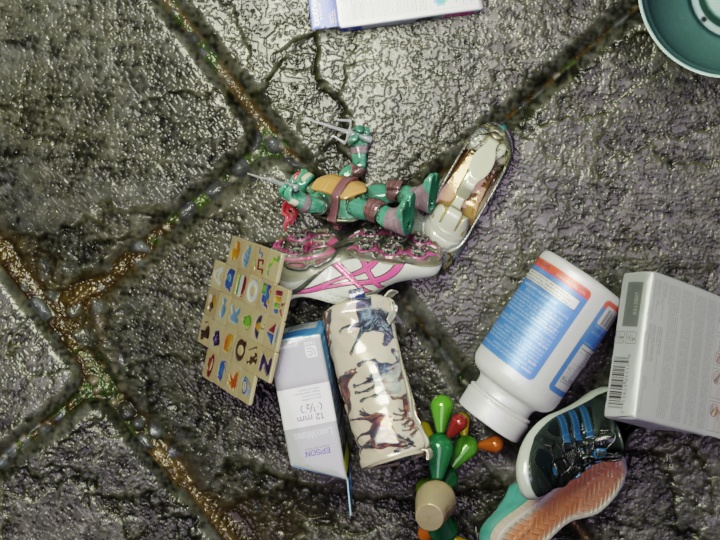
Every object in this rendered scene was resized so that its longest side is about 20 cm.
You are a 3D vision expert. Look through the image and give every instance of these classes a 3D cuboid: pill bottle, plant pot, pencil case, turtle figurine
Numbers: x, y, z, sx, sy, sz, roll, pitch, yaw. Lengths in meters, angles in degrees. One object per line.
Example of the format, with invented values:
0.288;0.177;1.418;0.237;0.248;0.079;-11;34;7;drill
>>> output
0.199;0.089;1.311;0.112;0.112;0.201;34;92;-1;pill bottle
0.412;-0.312;1.261;0.198;0.134;0.203;4;100;21;plant pot
0.020;0.122;1.268;0.089;0.078;0.202;-25;68;26;pencil case
-0.019;-0.097;1.312;0.198;0.101;0.150;16;51;22;turtle figurine

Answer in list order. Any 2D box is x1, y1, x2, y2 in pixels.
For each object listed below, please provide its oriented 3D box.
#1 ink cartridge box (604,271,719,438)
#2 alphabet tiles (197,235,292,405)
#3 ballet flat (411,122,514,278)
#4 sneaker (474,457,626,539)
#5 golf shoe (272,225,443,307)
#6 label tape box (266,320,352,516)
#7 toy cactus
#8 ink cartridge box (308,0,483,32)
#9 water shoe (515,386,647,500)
0.365;0.103;1.305;0.199;0.057;0.165;17;78;-39;ink cartridge box
-0.132;0.053;1.285;0.006;0.199;0.169;10;94;-31;alphabet tiles
0.114;-0.083;1.325;0.071;0.072;0.202;29;94;-1;ballet flat
0.217;0.262;1.346;0.199;0.080;0.072;-29;109;-19;sneaker
0.000;0.000;1.331;0.197;0.073;0.093;-1;119;14;golf shoe
-0.053;0.167;1.304;0.065;0.143;0.203;-9;93;1;label tape box
0.098;0.250;1.296;0.101;0.165;0.203;10;103;10;toy cactus
0.034;-0.344;1.326;0.197;0.042;0.121;-8;93;-1;ink cartridge box
0.251;0.187;1.284;0.199;0.078;0.072;-33;112;-37;water shoe
